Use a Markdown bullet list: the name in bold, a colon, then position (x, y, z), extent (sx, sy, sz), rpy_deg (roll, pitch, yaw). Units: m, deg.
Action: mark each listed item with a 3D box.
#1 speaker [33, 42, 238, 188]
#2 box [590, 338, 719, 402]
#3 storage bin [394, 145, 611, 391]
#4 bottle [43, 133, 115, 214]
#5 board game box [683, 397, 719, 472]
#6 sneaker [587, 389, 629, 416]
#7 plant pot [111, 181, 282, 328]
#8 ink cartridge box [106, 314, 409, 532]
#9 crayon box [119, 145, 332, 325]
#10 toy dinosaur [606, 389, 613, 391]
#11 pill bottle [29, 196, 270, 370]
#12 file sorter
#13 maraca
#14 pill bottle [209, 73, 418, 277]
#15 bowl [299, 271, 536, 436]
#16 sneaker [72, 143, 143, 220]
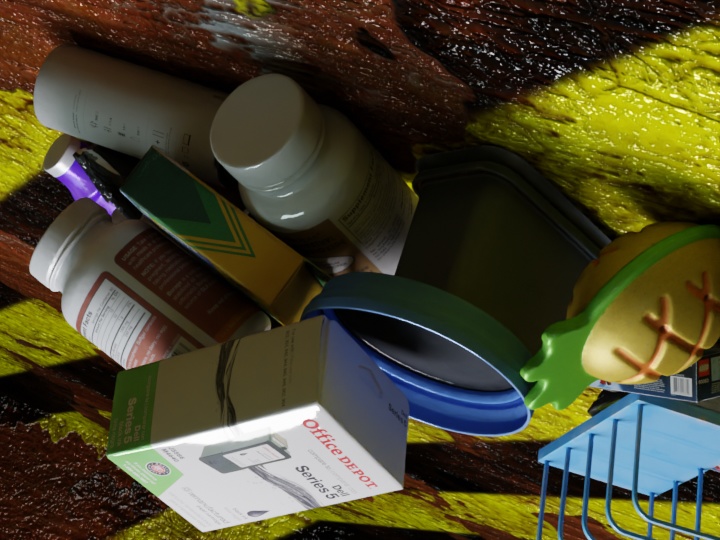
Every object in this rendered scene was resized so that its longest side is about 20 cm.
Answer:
- **speaker**: position (-0.190, -0.139, 1.503), extent (0.198, 0.082, 0.081), rpy_deg (19, 163, 21)
- **box**: position (0.254, 0.073, 1.453), extent (0.136, 0.038, 0.199), rpy_deg (-9, -171, -39)
- **storage bin**: position (0.109, 0.013, 1.394), extent (0.200, 0.135, 0.145), rpy_deg (40, 152, -31)
- **bottle**: position (-0.249, -0.076, 1.819), extent (0.199, 0.066, 0.083), rpy_deg (35, 161, -31)
- **board game box**: position (0.384, 0.166, 1.686), extent (0.125, 0.035, 0.200), rpy_deg (17, 162, 28)
- **sneaker**: position (0.280, 0.143, 1.688), extent (0.081, 0.074, 0.200), rpy_deg (35, 175, 19)
- **plant pot**: position (-0.131, -0.013, 1.645), extent (0.197, 0.201, 0.200), rpy_deg (22, 166, 43)
- **ink cartridge box**: position (-0.080, 0.127, 1.357), extent (0.198, 0.085, 0.146), rpy_deg (-16, 140, 25)
- **crayon box**: position (-0.101, -0.014, 1.434), extent (0.199, 0.052, 0.126), rpy_deg (36, 174, 15)
- **toy dinosaur**: position (0.182, 0.073, 1.641), extent (0.199, 0.102, 0.078), rpy_deg (-3, 106, 37)
- **pill bottle**: position (-0.185, 0.029, 1.468), extent (0.199, 0.112, 0.112), rpy_deg (37, 166, 9)
- **file sorter**: position (0.270, 0.216, 1.617), extent (0.138, 0.124, 0.200), rpy_deg (18, 152, -16)
- **maraca**: position (0.204, 0.036, 1.284), extent (0.107, 0.199, 0.138), rpy_deg (49, 166, 35)
- **pill bottle**: position (-0.037, -0.073, 1.417), extent (0.114, 0.115, 0.200), rpy_deg (13, 160, 36)
- **bowl**: position (0.048, 0.066, 1.344), extent (0.199, 0.040, 0.201), rpy_deg (21, 156, 10)
- **sneaker**: position (-0.211, -0.107, 1.585), extent (0.076, 0.087, 0.200), rpy_deg (56, 171, -20)
